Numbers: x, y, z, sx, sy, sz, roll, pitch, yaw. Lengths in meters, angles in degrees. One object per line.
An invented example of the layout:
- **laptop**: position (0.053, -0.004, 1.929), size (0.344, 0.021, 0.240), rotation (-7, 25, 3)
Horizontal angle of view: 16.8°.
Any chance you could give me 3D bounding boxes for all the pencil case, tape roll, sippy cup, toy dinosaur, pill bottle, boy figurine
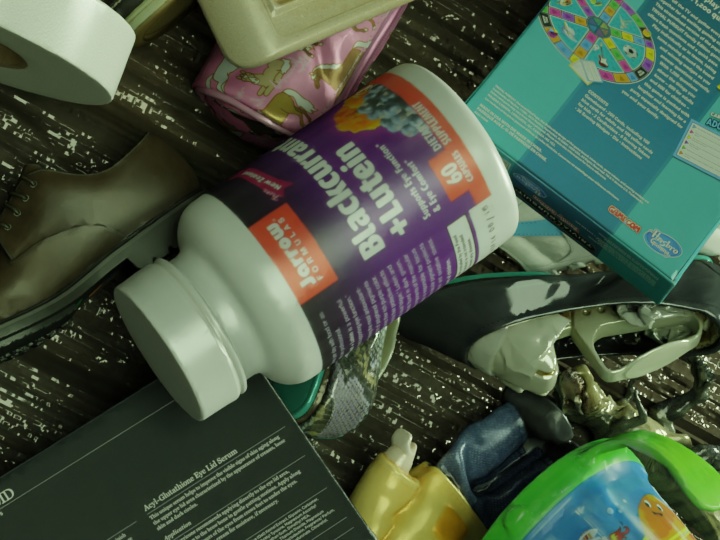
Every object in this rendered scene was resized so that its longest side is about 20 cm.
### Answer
- **pencil case**: position (-0.011, -0.157, 1.359), size (0.086, 0.083, 0.201), rotation (34, 78, -20)
- **tape roll**: position (-0.210, -0.136, 1.210), size (0.202, 0.203, 0.037), rotation (23, 83, -22)
- **sippy cup**: position (0.146, 0.187, 1.376), size (0.139, 0.178, 0.130), rotation (-37, 62, -18)
- **toy dinosaur**: position (0.197, 0.107, 1.479), size (0.088, 0.047, 0.200), rotation (-44, 109, -1)
- **pill bottle**: position (-0.025, -0.011, 1.274), size (0.199, 0.111, 0.112), rotation (-35, 105, -15)
- **boy figurine**: position (0.039, 0.149, 1.399), size (0.200, 0.064, 0.125), rotation (-39, 118, -20)

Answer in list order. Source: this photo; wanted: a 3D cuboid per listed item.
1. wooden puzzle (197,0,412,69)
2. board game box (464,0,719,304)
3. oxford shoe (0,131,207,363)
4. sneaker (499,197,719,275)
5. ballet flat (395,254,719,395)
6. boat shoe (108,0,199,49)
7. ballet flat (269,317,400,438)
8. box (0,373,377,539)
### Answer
- **wooden puzzle**: position (-0.016, -0.227, 1.302), size (0.199, 0.037, 0.186), rotation (-25, 89, -16)
- **board game box**: position (0.167, -0.106, 1.353), size (0.151, 0.047, 0.200), rotation (38, 74, 6)
- **oxford shoe**: position (-0.175, -0.007, 1.307), size (0.199, 0.073, 0.085), rotation (-34, 90, -22)
- **sneaker**: position (0.130, -0.038, 1.428), size (0.199, 0.077, 0.081), rotation (12, 119, -18)
- **ballet flat**: position (0.121, 0.034, 1.404), size (0.198, 0.073, 0.074), rotation (-6, 94, -8)
- **boat shoe**: position (-0.078, -0.209, 1.341), size (0.065, 0.073, 0.200), rotation (40, 75, 0)
- **ballet flat**: position (0.000, 0.000, 1.379), size (0.072, 0.072, 0.202), rotation (19, 80, -23)
- **box**: position (-0.114, 0.148, 1.302), size (0.199, 0.079, 0.142), rotation (-31, 81, -19)
